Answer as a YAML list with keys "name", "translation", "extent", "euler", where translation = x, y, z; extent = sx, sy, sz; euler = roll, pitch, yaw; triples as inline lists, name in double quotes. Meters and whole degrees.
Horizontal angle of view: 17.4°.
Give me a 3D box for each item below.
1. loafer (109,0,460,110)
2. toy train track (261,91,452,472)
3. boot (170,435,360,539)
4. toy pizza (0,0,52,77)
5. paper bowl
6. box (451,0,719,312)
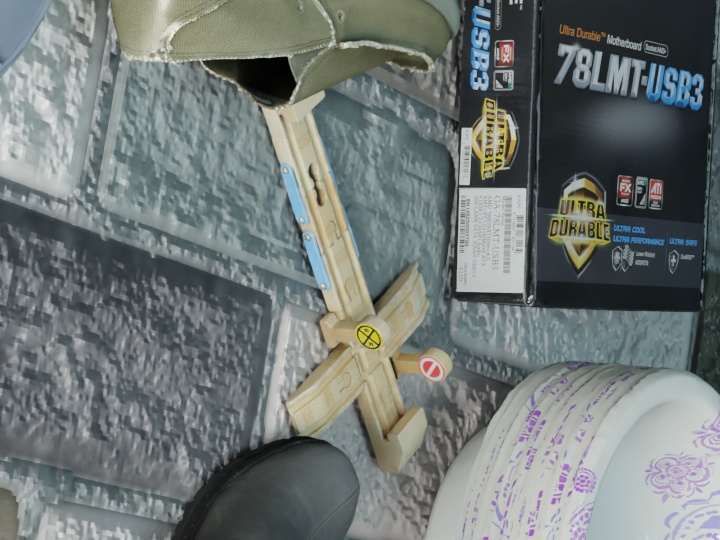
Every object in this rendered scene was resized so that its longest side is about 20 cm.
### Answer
- name: "loafer"
  translation: [-0.035, -0.100, 0.939]
  extent: [0.199, 0.075, 0.070]
  euler: [8, 97, -51]
- name: "toy train track"
  translation: [0.000, 0.000, 1.020]
  extent: [0.115, 0.032, 0.201]
  euler: [-47, 128, -44]
- name: "boot"
  translation: [-0.022, 0.133, 0.909]
  extent: [0.200, 0.131, 0.070]
  euler: [-41, 125, -47]
- name: "toy pizza"
  translation: [-0.164, -0.146, 0.766]
  extent: [0.200, 0.032, 0.202]
  euler: [-4, 94, -55]
- name: "paper bowl"
  translation: [0.103, 0.144, 1.121]
  extent: [0.200, 0.104, 0.202]
  euler: [-8, 100, -56]
- name: "box"
  translation: [0.117, -0.080, 1.177]
  extent: [0.199, 0.049, 0.200]
  euler: [4, 90, -57]
